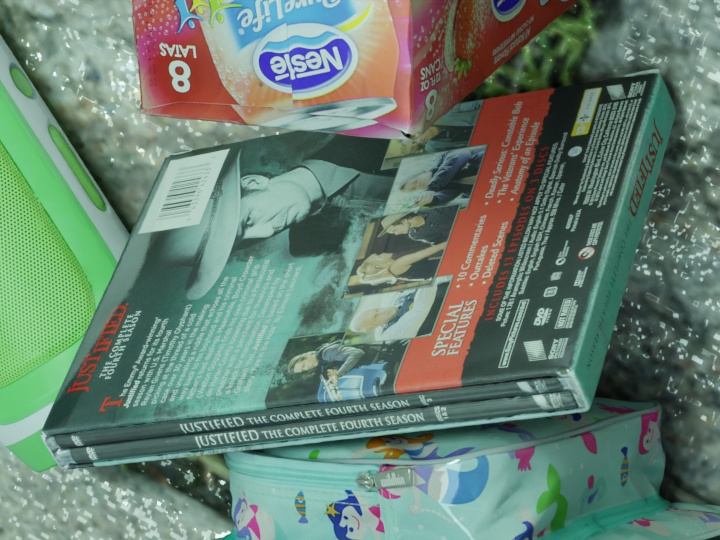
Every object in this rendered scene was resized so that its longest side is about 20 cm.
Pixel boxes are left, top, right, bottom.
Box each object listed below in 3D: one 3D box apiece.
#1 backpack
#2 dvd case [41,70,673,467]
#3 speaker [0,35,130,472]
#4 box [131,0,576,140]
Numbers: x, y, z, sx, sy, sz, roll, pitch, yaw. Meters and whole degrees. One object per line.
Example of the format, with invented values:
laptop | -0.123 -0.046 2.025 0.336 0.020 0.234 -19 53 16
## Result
backpack | 0.018 0.119 1.051 0.199 0.177 0.151 -11 88 34
dvd case | 0.000 0.000 1.024 0.199 0.146 0.022 -8 131 26
speaker | -0.146 -0.028 1.120 0.088 0.088 0.200 -30 96 31
box | 0.008 -0.120 0.943 0.095 0.200 0.100 5 113 21
